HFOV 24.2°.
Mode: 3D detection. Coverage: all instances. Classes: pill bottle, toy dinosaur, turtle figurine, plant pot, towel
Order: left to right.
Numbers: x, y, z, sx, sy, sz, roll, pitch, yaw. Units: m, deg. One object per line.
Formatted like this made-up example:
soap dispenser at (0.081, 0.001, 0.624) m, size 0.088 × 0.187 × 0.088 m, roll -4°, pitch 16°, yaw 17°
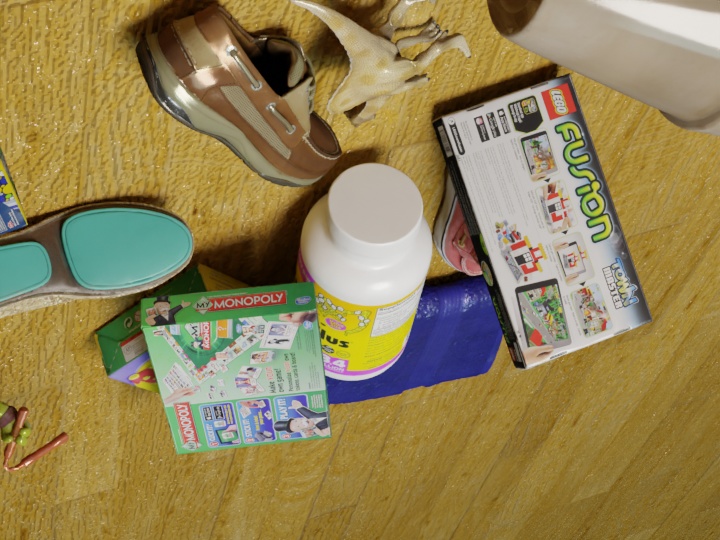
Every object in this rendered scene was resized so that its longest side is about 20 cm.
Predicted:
turtle figurine at (-0.322, 0.102, 1.292) m, size 0.199 × 0.065 × 0.162 m, roll -5°, pitch 142°, yaw -18°
pill bottle at (0.000, 0.000, 1.332) m, size 0.104 × 0.105 × 0.200 m, roll -16°, pitch 153°, yaw -16°
toy dinosaur at (0.017, -0.141, 1.114) m, size 0.101 × 0.058 × 0.200 m, roll -35°, pitch 163°, yaw -3°
towel at (0.047, 0.058, 1.554) m, size 0.199 × 0.050 × 0.148 m, roll -10°, pitch 144°, yaw -26°
plant pot at (0.179, -0.194, 1.060) m, size 0.172 × 0.201 × 0.200 m, roll 7°, pitch 144°, yaw -19°

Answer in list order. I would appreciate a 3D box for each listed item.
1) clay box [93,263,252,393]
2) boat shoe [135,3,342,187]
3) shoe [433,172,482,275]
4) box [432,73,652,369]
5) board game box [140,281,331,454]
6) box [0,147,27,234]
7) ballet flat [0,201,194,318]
clay box at (-0.118, 0.064, 1.414) m, size 0.115 × 0.048 × 0.200 m, roll -32°, pitch 152°, yaw 18°
boat shoe at (-0.062, -0.114, 1.100) m, size 0.074 × 0.076 × 0.200 m, roll -36°, pitch 153°, yaw 16°
shoe at (0.111, -0.020, 1.398) m, size 0.071 × 0.091 × 0.200 m, roll -21°, pitch 158°, yaw -8°
box at (0.139, -0.037, 1.280) m, size 0.109 × 0.201 × 0.035 m, roll -19°, pitch -178°, yaw -11°
board game box at (-0.095, 0.082, 1.340) m, size 0.134 × 0.029 × 0.201 m, roll -5°, pitch 146°, yaw -1°
box at (-0.254, -0.091, 0.980) m, size 0.064 × 0.070 × 0.200 m, roll -21°, pitch 154°, yaw -9°
ballet flat at (-0.219, -0.006, 1.198) m, size 0.199 × 0.071 × 0.065 m, roll -9°, pitch 178°, yaw -23°
